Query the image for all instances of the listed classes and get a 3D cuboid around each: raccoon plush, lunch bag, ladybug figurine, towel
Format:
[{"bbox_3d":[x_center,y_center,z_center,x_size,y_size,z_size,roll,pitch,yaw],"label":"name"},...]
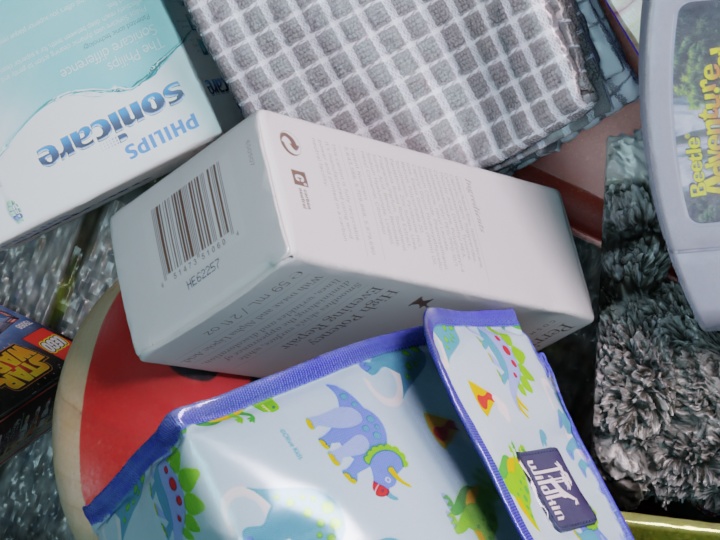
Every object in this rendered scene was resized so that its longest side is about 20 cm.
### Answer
[{"bbox_3d":[0.172,0.042,0.957,0.133,0.097,0.201,3,108,8],"label":"raccoon plush"},{"bbox_3d":[0.023,0.115,0.837,0.127,0.200,0.170,-43,69,51],"label":"lunch bag"},{"bbox_3d":[-0.065,0.063,0.946,0.072,0.200,0.136,-30,116,36],"label":"ladybug figurine"},{"bbox_3d":[0.012,-0.123,0.970,0.165,0.086,0.201,-26,91,17],"label":"towel"}]

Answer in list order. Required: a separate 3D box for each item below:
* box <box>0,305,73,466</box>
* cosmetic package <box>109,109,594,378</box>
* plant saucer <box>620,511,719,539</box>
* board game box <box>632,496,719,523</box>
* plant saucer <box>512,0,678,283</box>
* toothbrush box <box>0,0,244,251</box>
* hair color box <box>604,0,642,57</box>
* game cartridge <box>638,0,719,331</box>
[{"bbox_3d":[-0.228,0.053,1.029,0.137,0.200,0.040,24,109,10],"label":"box"},{"bbox_3d":[0.000,0.000,0.921,0.102,0.200,0.074,-32,60,36],"label":"cosmetic package"},{"bbox_3d":[0.172,0.209,0.899,0.199,0.048,0.201,7,58,-1],"label":"plant saucer"},{"bbox_3d":[0.213,0.106,1.020,0.199,0.023,0.105,25,100,10],"label":"board game box"},{"bbox_3d":[0.131,-0.114,1.004,0.199,0.037,0.200,26,103,8],"label":"plant saucer"},{"bbox_3d":[-0.158,-0.128,1.047,0.146,0.085,0.201,-26,90,15],"label":"toothbrush box"},{"bbox_3d":[0.165,-0.132,0.943,0.109,0.065,0.200,-32,88,15],"label":"hair color box"},{"bbox_3d":[0.183,-0.072,0.887,0.133,0.041,0.201,-4,108,9],"label":"game cartridge"}]
